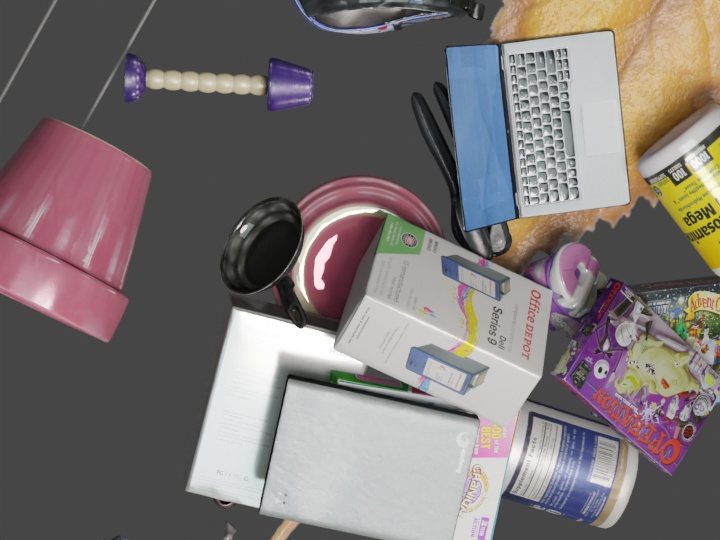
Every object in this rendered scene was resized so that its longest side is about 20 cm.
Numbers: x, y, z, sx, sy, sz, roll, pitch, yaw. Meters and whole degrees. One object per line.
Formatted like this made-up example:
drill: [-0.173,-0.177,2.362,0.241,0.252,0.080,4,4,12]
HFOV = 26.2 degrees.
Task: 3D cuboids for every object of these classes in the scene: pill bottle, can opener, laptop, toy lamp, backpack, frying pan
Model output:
pill bottle: [0.194,0.202,1.693,0.197,0.111,0.112,18,99,-6]
can opener: [0.111,-0.106,1.660,0.063,0.079,0.202,-18,88,-7]
laptop: [0.189,-0.148,1.619,0.197,0.116,0.190,-7,96,-2]
toy lamp: [-0.148,-0.199,1.627,0.197,0.058,0.059,3,100,-5]
pill bottle: [0.393,-0.067,1.644,0.112,0.112,0.201,-38,93,4]
backpack: [0.009,-0.329,1.566,0.188,0.154,0.203,-14,95,-9]
frying pan: [-0.079,-0.013,1.616,0.031,0.189,0.116,36,83,-43]

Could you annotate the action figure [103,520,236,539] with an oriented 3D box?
action figure: [-0.199,0.366,1.708,0.193,0.105,0.201,-39,103,-6]

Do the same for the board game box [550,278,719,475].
board game box: [0.293,0.113,1.615,0.200,0.032,0.121,39,84,-32]

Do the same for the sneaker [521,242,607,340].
sneaker: [0.243,0.050,1.692,0.200,0.088,0.081,49,53,-28]

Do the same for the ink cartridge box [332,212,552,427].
ink cartridge box: [0.088,0.050,1.580,0.198,0.146,0.088,27,128,-7]

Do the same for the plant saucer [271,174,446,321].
plant saucer: [0.000,0.000,1.676,0.197,0.051,0.204,-1,100,-3]

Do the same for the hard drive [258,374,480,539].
hard drive: [0.009,0.193,1.545,0.197,0.033,0.142,12,98,-5]

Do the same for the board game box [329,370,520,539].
board game box: [0.053,0.196,1.598,0.197,0.040,0.155,11,98,-13]

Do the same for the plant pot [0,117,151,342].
plant pot: [-0.308,-0.048,1.588,0.198,0.200,0.181,27,82,-8]

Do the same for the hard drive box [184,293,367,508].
hard drive box: [-0.088,0.144,1.626,0.154,0.077,0.203,15,98,-10]

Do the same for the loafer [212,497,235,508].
loafer: [-0.121,0.165,1.692,0.071,0.063,0.203,15,99,-4]

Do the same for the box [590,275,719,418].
box: [0.339,0.082,1.674,0.198,0.038,0.139,-6,103,-30]
